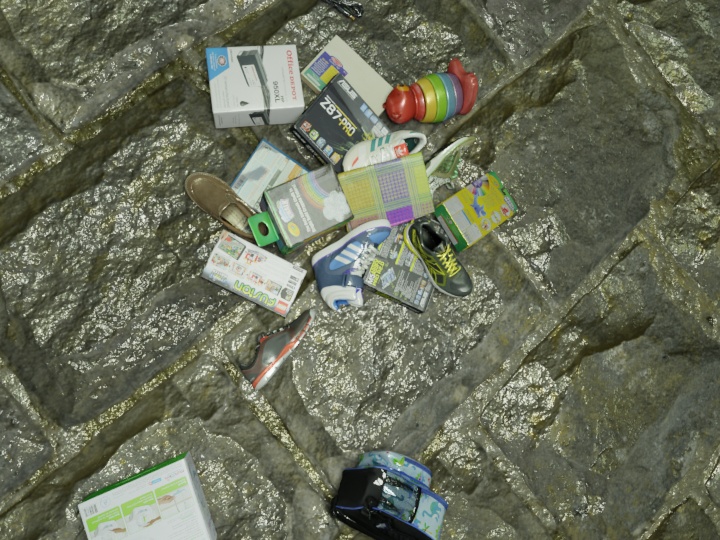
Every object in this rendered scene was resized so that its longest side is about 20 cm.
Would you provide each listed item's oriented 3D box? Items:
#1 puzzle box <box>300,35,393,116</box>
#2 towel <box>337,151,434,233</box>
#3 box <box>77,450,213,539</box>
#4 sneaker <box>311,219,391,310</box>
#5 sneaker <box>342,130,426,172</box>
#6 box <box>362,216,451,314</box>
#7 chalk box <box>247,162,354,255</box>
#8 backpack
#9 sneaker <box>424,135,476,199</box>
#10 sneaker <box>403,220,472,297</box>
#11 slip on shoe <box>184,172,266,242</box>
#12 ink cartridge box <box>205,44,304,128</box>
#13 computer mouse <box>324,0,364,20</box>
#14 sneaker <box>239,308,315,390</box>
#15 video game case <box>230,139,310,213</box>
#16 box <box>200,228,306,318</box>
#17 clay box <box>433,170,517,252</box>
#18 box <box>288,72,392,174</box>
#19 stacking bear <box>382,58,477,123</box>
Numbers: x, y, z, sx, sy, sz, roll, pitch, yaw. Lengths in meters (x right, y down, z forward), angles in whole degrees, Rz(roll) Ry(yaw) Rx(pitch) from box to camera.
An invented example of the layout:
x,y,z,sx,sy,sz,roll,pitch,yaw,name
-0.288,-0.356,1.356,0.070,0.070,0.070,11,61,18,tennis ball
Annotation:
x,y,z,sx,sy,sz,roll,pitch,yaw,name
-0.026,-0.429,1.263,0.199,0.025,0.134,42,78,-3,puzzle box
0.050,-0.161,1.163,0.195,0.023,0.146,-16,115,4,towel
-0.390,0.469,1.018,0.196,0.097,0.180,-21,86,-14,box
0.000,0.000,1.145,0.197,0.081,0.149,-28,68,8,sneaker
0.054,-0.253,1.166,0.197,0.093,0.072,-26,107,-20,sneaker
0.104,-0.029,1.219,0.157,0.044,0.204,23,77,-6,box
-0.132,-0.115,1.125,0.197,0.124,0.127,-25,91,-15,chalk box
0.069,0.449,1.071,0.198,0.183,0.149,34,56,-14,backpack
0.199,-0.234,1.264,0.199,0.077,0.089,-39,103,-9,sneaker
0.169,-0.023,1.165,0.074,0.085,0.200,-44,92,-14,sneaker
-0.285,-0.133,1.142,0.199,0.061,0.076,42,94,-5,slip on shoe
-0.228,-0.401,1.189,0.195,0.084,0.149,-8,83,-13,ink cartridge box
-0.005,-0.701,1.300,0.108,0.044,0.203,29,77,-4,computer mouse
-0.172,0.146,1.124,0.082,0.077,0.201,39,76,4,sneaker
-0.170,-0.174,1.200,0.198,0.018,0.145,33,76,-4,video game case
-0.224,0.008,1.153,0.197,0.035,0.112,27,77,-6,box
0.266,-0.139,1.247,0.198,0.047,0.116,-32,89,-33,clay box
-0.035,-0.297,1.199,0.200,0.049,0.162,44,75,-21,box
0.150,-0.392,1.247,0.196,0.115,0.123,-17,48,-14,stacking bear
